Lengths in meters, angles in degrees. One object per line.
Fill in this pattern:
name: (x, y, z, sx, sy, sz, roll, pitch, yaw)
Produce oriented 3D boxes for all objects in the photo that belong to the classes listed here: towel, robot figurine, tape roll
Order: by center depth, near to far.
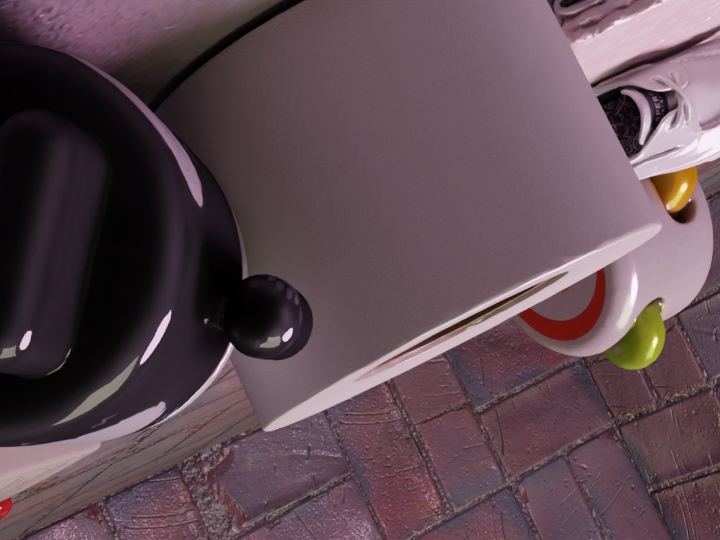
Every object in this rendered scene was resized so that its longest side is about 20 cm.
robot figurine: (-0.105, 0.000, 0.434, 0.124, 0.151, 0.200, -39, 172, -1)
tape roll: (0.016, -0.034, 0.580, 0.201, 0.140, 0.203, -27, 173, -3)
towel: (0.197, -0.161, 0.747, 0.198, 0.033, 0.191, -25, 173, 3)

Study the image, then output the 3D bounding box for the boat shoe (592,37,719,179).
boat shoe: (0.172, -0.095, 0.791, 0.198, 0.073, 0.069, -17, 175, 6)

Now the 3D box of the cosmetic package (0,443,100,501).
cosmetic package: (-0.257, 0.102, 0.768, 0.103, 0.088, 0.200, -27, 174, 15)

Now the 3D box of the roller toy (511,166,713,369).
roller toy: (0.208, -0.032, 1.119, 0.139, 0.202, 0.182, -21, -154, -33)

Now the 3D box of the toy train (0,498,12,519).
toy train: (-0.299, 0.136, 0.910, 0.115, 0.085, 0.200, -40, 169, 18)
